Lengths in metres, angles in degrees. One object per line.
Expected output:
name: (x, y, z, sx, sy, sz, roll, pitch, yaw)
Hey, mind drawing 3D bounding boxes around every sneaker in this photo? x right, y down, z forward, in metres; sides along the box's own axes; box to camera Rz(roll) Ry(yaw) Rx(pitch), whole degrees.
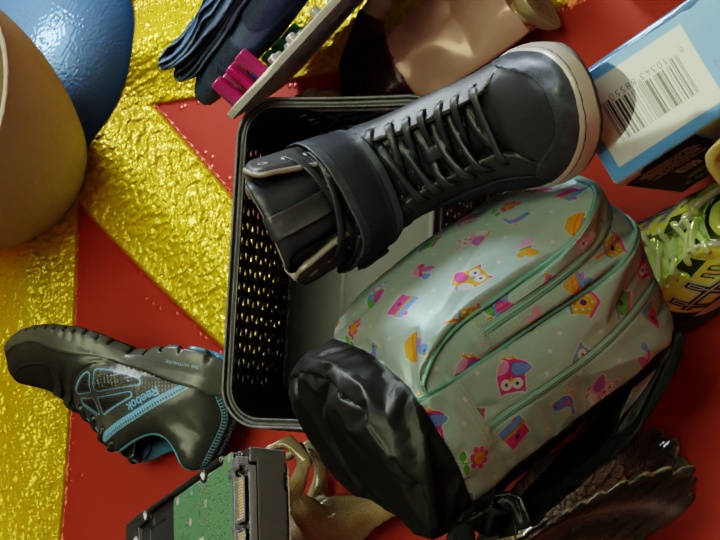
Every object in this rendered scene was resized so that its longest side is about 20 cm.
sneaker: (0.192, -0.018, 1.175, 0.200, 0.076, 0.075, -30, 62, 26)
sneaker: (0.025, -0.052, 1.082, 0.202, 0.146, 0.077, -23, 91, 61)
sneaker: (-0.167, 0.084, 1.390, 0.200, 0.073, 0.082, 7, 81, 36)

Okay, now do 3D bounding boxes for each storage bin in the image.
storage bin: (0.000, 0.000, 1.262, 0.135, 0.094, 0.200, 1, 85, 21)

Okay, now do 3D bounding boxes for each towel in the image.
towel: (-0.057, -0.186, 1.320, 0.049, 0.200, 0.112, 43, 61, -1)

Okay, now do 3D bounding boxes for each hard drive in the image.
hard drive: (-0.094, 0.198, 1.259, 0.200, 0.038, 0.140, 140, 132, -58)

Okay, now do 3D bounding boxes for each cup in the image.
cup: (-0.278, -0.090, 1.477, 0.200, 0.143, 0.200, -11, 69, 32)

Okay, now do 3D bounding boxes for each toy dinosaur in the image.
toy dinosaur: (-0.026, 0.154, 1.295, 0.200, 0.058, 0.101, -35, 73, 30)

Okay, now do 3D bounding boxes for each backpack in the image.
backpack: (0.073, 0.041, 1.108, 0.200, 0.127, 0.167, -35, 29, -15)

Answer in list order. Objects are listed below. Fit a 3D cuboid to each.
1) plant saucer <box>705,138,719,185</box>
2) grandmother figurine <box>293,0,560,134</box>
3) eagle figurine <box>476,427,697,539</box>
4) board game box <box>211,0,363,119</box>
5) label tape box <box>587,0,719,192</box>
plant saucer: (0.305, -0.063, 1.060, 0.200, 0.200, 0.048, -35, 31, 21)
grandmother figurine: (0.032, -0.128, 1.334, 0.200, 0.061, 0.121, -31, 60, 26)
eagle figurine: (0.105, 0.177, 1.148, 0.152, 0.151, 0.200, 24, 100, 47)
board game box: (-0.006, -0.186, 1.302, 0.026, 0.200, 0.200, 43, 103, -3)
label tape box: (0.209, -0.105, 1.128, 0.143, 0.200, 0.066, -35, 75, 20)
